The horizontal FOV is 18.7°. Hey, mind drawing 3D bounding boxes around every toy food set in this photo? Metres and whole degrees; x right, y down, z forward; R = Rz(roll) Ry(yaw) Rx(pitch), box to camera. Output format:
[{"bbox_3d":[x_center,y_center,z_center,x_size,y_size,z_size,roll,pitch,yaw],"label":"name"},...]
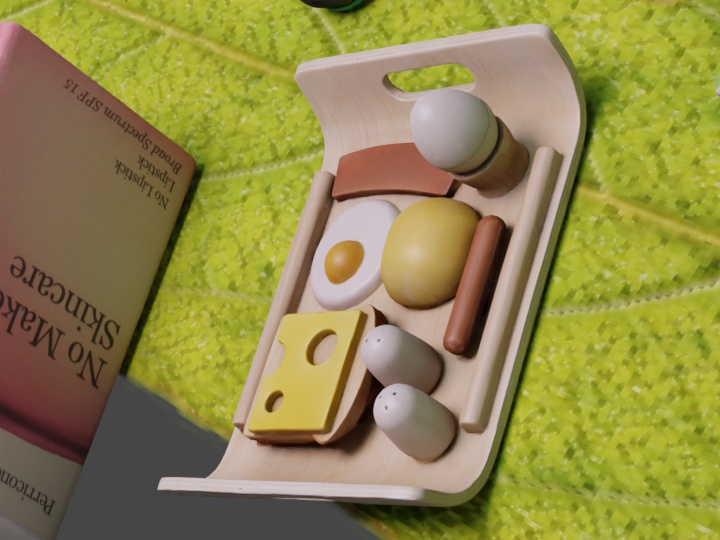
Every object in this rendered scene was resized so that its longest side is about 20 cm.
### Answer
[{"bbox_3d":[0.000,0.000,0.867,0.143,0.060,0.201,-4,58,43],"label":"toy food set"}]

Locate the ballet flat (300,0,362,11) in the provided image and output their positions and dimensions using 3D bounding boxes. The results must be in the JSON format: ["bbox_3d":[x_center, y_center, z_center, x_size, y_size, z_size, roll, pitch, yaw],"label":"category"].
[{"bbox_3d":[-0.004,-0.218,1.029,0.073,0.073,0.201,-9,56,41],"label":"ballet flat"}]

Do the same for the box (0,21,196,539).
[{"bbox_3d":[-0.178,0.008,0.986,0.109,0.128,0.201,-3,61,43],"label":"box"}]

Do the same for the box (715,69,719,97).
[{"bbox_3d":[0.189,-0.158,0.720,0.200,0.036,0.145,-55,11,45],"label":"box"}]
